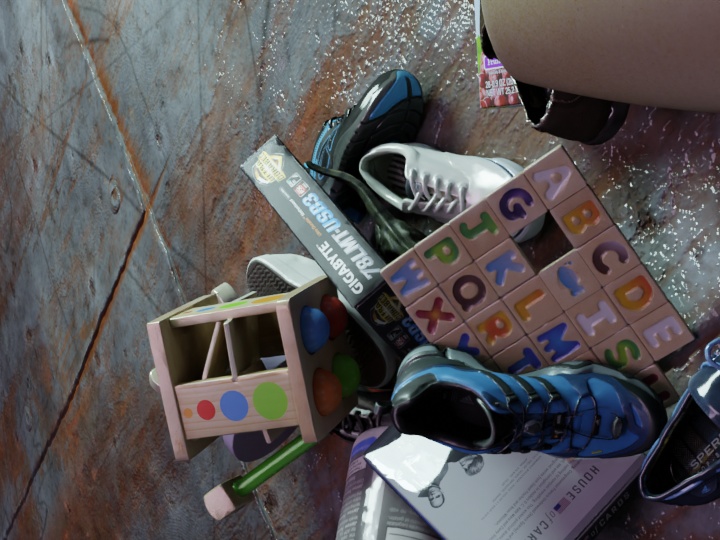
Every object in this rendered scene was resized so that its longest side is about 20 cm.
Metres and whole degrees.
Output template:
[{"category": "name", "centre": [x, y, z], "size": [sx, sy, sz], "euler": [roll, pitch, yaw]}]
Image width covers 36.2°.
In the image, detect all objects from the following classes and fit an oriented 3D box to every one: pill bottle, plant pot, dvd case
[{"category": "pill bottle", "centre": [0.032, 0.246, 0.940], "size": [0.114, 0.113, 0.202], "euler": [-44, 28, 50]}, {"category": "plant pot", "centre": [0.173, -0.167, 0.602], "size": [0.198, 0.186, 0.190], "euler": [-4, 94, 34]}, {"category": "dvd case", "centre": [0.110, 0.151, 0.869], "size": [0.200, 0.150, 0.025], "euler": [38, 170, 45]}]

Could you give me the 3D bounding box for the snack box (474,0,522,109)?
[{"category": "snack box", "centre": [0.164, -0.206, 0.768], "size": [0.199, 0.067, 0.171], "euler": [6, 102, 55]}]

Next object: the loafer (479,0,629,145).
[{"category": "loafer", "centre": [0.111, -0.176, 0.728], "size": [0.073, 0.071, 0.202], "euler": [-48, 58, 50]}]

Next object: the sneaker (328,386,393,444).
[{"category": "sneaker", "centre": [-0.002, 0.148, 1.071], "size": [0.199, 0.081, 0.078], "euler": [16, 109, 52]}]

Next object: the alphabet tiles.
[{"category": "alphabet tiles", "centre": [0.134, 0.037, 0.797], "size": [0.166, 0.008, 0.201], "euler": [-34, 95, 24]}]

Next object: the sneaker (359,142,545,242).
[{"category": "sneaker", "centre": [0.071, -0.064, 0.931], "size": [0.199, 0.070, 0.074], "euler": [22, 114, 53]}]

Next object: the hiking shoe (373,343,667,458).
[{"category": "hiking shoe", "centre": [0.114, 0.107, 0.776], "size": [0.197, 0.087, 0.076], "euler": [5, 110, 15]}]

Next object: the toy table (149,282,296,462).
[{"category": "toy table", "centre": [-0.119, 0.105, 1.175], "size": [0.117, 0.183, 0.201], "euler": [45, 137, 22]}]

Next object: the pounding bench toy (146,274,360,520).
[{"category": "pounding bench toy", "centre": [-0.078, 0.120, 0.998], "size": [0.154, 0.124, 0.203], "euler": [-9, 97, 18]}]

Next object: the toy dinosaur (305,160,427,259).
[{"category": "toy dinosaur", "centre": [0.036, -0.024, 0.954], "size": [0.047, 0.088, 0.200], "euler": [-46, 71, 7]}]

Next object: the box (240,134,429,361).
[{"category": "box", "centre": [0.000, 0.000, 0.962], "size": [0.050, 0.200, 0.199], "euler": [-41, 53, 0]}]

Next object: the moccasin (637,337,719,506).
[{"category": "moccasin", "centre": [0.246, 0.090, 0.703], "size": [0.081, 0.067, 0.202], "euler": [50, 135, 38]}]

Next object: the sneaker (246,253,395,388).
[{"category": "sneaker", "centre": [-0.022, 0.038, 1.091], "size": [0.200, 0.084, 0.074], "euler": [40, 125, 31]}]

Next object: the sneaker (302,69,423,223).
[{"category": "sneaker", "centre": [-0.009, -0.124, 1.037], "size": [0.201, 0.072, 0.083], "euler": [-55, 51, 44]}]
